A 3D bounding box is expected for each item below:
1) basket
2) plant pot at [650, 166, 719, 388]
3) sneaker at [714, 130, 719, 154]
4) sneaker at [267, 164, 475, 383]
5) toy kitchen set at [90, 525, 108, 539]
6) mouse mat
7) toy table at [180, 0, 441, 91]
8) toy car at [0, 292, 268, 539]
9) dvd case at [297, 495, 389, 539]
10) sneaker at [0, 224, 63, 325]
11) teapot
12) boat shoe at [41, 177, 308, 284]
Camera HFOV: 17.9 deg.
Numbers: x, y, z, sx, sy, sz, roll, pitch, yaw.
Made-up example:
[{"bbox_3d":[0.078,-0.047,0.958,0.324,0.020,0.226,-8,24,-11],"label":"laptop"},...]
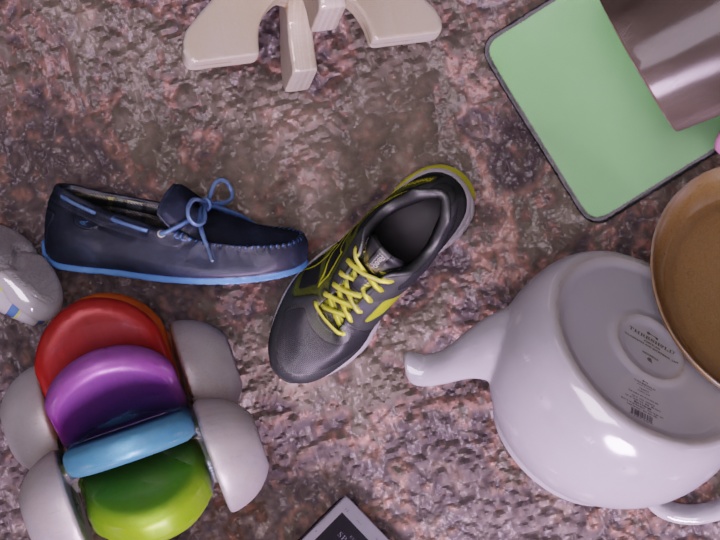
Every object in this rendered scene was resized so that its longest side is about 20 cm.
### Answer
[{"bbox_3d":[0.278,-0.193,1.585,0.200,0.136,0.181,-31,69,11],"label":"basket"},{"bbox_3d":[0.293,0.016,1.602,0.199,0.028,0.201,7,61,-13],"label":"plant pot"},{"bbox_3d":[0.353,-0.092,1.600,0.199,0.079,0.096,-22,77,5],"label":"sneaker"},{"bbox_3d":[0.000,0.000,1.654,0.074,0.085,0.200,41,96,5],"label":"sneaker"},{"bbox_3d":[-0.146,0.312,1.702,0.163,0.180,0.201,-40,47,42],"label":"toy kitchen set"},{"bbox_3d":[0.210,-0.149,1.662,0.200,0.008,0.161,-32,89,8],"label":"mouse mat"},{"bbox_3d":[-0.046,-0.208,1.617,0.199,0.184,0.118,-10,78,-1],"label":"toy table"},{"bbox_3d":[-0.169,0.097,1.617,0.174,0.200,0.150,-18,134,-3],"label":"toy car"},{"bbox_3d":[-0.025,0.279,1.641,0.150,0.025,0.200,46,59,3],"label":"dvd case"},{"bbox_3d":[-0.308,0.005,1.695,0.200,0.076,0.105,37,109,25],"label":"sneaker"},{"bbox_3d":[0.168,0.095,1.609,0.200,0.197,0.146,57,134,21],"label":"teapot"},{"bbox_3d":[-0.137,-0.030,1.670,0.199,0.084,0.069,2,104,5],"label":"boat shoe"}]
